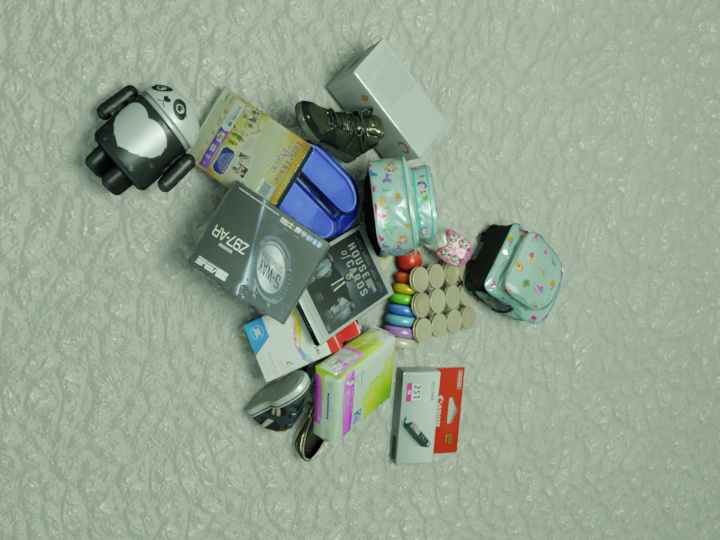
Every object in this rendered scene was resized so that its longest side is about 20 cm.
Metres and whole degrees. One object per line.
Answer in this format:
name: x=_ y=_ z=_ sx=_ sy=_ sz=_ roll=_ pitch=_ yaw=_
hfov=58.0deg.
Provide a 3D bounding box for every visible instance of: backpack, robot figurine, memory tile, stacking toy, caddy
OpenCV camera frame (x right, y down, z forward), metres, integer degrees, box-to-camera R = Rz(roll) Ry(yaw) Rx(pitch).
backpack: x=0.344 y=0.014 z=1.392 sx=0.199 sy=0.152 sz=0.179 roll=37 pitch=73 yaw=-31
robot figurine: x=-0.364 y=-0.220 z=1.096 sx=0.199 sy=0.124 sz=0.152 roll=-43 pitch=128 yaw=-10
memory tile: x=0.174 y=0.059 z=1.361 sx=0.196 sy=0.017 sz=0.159 roll=-9 pitch=96 yaw=-41
backpack: x=0.069 y=-0.120 z=1.209 sx=0.145 sy=0.200 sz=0.184 roll=-8 pitch=84 yaw=8
stacking toy: x=0.095 y=0.055 z=1.345 sx=0.083 sy=0.085 sz=0.207 roll=9 pitch=89 yaw=-21
caddy: x=-0.090 y=-0.151 z=1.223 sx=0.200 sy=0.105 sz=0.142 roll=44 pitch=96 yaw=-6

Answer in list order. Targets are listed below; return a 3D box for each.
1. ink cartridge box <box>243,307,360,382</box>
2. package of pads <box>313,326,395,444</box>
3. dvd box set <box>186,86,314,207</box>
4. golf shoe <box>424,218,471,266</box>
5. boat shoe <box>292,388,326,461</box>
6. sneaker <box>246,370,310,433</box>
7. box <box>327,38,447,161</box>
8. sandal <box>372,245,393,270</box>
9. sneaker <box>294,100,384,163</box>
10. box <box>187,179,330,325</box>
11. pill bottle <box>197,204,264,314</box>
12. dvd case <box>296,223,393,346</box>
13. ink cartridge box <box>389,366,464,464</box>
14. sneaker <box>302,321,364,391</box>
ink cartridge box: x=-0.108 y=0.114 z=1.236 sx=0.195 sy=0.067 sz=0.119 roll=-24 pitch=93 yaw=3
package of pads: x=-0.011 y=0.214 z=1.260 sx=0.198 sy=0.067 sz=0.159 roll=-29 pitch=131 yaw=-48
dvd box set: x=-0.199 y=-0.210 z=1.156 sx=0.197 sy=0.029 sz=0.149 roll=33 pitch=92 yaw=9
golf shoe: x=0.141 y=-0.082 z=1.346 sx=0.199 sy=0.092 sz=0.076 roll=41 pitch=95 yaw=1
boat shoe: x=-0.072 y=0.288 z=1.320 sx=0.071 sy=0.059 sz=0.204 roll=30 pitch=87 yaw=-22
sneaker: x=-0.137 y=0.250 z=1.225 sx=0.080 sy=0.199 sz=0.079 roll=45 pitch=50 yaw=-11
box: x=0.051 y=-0.314 z=1.238 sx=0.098 sy=0.123 sz=0.201 roll=-49 pitch=112 yaw=-17
sandal: x=0.003 y=0.005 z=1.301 sx=0.210 sy=0.069 sz=0.079 roll=-37 pitch=109 yaw=-12
sneaker: x=-0.030 y=-0.262 z=1.157 sx=0.198 sy=0.112 sz=0.079 roll=23 pitch=52 yaw=-55
box: x=-0.172 y=-0.031 z=1.111 sx=0.197 sy=0.044 sz=0.163 roll=33 pitch=91 yaw=-9
pill bottle: x=-0.200 y=-0.030 z=1.193 sx=0.113 sy=0.114 sz=0.202 roll=-41 pitch=109 yaw=-10
dvd case: x=-0.039 y=0.023 z=1.212 sx=0.198 sy=0.025 sz=0.154 roll=-32 pitch=98 yaw=-33
ink cartridge box: x=0.154 y=0.315 z=1.421 sx=0.168 sy=0.043 sz=0.207 roll=2 pitch=97 yaw=-20
sneaker: x=-0.083 y=0.162 z=1.303 sx=0.082 sy=0.070 sz=0.201 roll=42 pitch=79 yaw=-4
